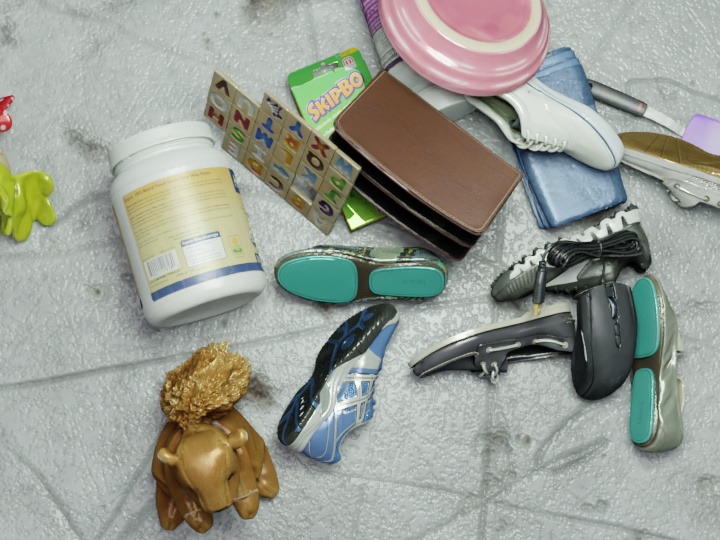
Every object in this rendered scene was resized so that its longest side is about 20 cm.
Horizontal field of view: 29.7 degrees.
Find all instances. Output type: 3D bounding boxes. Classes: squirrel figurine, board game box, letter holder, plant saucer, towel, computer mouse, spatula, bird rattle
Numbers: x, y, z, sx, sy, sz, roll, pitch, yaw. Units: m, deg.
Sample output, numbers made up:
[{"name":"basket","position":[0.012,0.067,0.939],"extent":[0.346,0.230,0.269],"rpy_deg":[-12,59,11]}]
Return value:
[{"name":"squirrel figurine","position":[-0.171,0.180,1.462],"extent":[0.140,0.187,0.202],"rpy_deg":[-9,82,-2]},{"name":"board game box","position":[-0.007,-0.155,1.594],"extent":[0.095,0.030,0.201],"rpy_deg":[-22,85,-6]},{"name":"letter holder","position":[0.054,-0.099,1.494],"extent":[0.199,0.101,0.142],"rpy_deg":[37,42,2]},{"name":"plant saucer","position":[0.120,-0.287,1.482],"extent":[0.199,0.051,0.202],"rpy_deg":[8,61,-15]},{"name":"towel","position":[0.231,-0.154,1.586],"extent":[0.111,0.049,0.202],"rpy_deg":[-18,82,-4]},{"name":"computer mouse","position":[0.252,0.058,1.502],"extent":[0.139,0.046,0.202],"rpy_deg":[-3,108,-25]},{"name":"spatula","position":[0.350,-0.182,1.605],"extent":[0.199,0.021,0.057],"rpy_deg":[26,86,4]},{"name":"bird rattle","position":[-0.450,-0.112,1.550],"extent":[0.163,0.113,0.201],"rpy_deg":[-37,80,11]}]

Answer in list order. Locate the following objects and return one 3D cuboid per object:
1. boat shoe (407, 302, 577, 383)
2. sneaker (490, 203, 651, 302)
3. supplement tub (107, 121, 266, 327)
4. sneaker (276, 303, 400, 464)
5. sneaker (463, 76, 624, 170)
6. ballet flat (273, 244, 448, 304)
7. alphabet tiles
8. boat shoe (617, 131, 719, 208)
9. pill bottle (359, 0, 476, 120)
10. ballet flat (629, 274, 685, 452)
[{"name":"boat shoe","position":[0.154,0.094,1.538],"extent":[0.198,0.073,0.063],"rpy_deg":[-17,79,-8]},{"name":"sneaker","position":[0.248,0.003,1.554],"extent":[0.199,0.066,0.091],"rpy_deg":[-25,80,-6]},{"name":"supplement tub","position":[-0.197,-0.051,1.517],"extent":[0.143,0.144,0.202],"rpy_deg":[-17,83,-3]},{"name":"sneaker","position":[-0.013,0.127,1.540],"extent":[0.077,0.076,0.201],"rpy_deg":[39,80,-22]},{"name":"sneaker","position":[0.200,-0.162,1.517],"extent":[0.199,0.073,0.071],"rpy_deg":[33,65,0]},{"name":"ballet flat","position":[0.000,0.000,1.555],"extent":[0.198,0.074,0.075],"rpy_deg":[5,82,-4]},{"name":"alphabet tiles","position":[-0.094,-0.138,1.523],"extent":[0.200,0.167,0.008],"rpy_deg":[40,64,5]},{"name":"boat shoe","position":[0.382,-0.103,1.570],"extent":[0.198,0.071,0.070],"rpy_deg":[20,124,13]},{"name":"pill bottle","position":[0.070,-0.273,1.569],"extent":[0.111,0.112,0.202],"rpy_deg":[-19,82,-3]},{"name":"ballet flat","position":[0.341,0.107,1.551],"extent":[0.063,0.067,0.202],"rpy_deg":[6,81,-27]}]
